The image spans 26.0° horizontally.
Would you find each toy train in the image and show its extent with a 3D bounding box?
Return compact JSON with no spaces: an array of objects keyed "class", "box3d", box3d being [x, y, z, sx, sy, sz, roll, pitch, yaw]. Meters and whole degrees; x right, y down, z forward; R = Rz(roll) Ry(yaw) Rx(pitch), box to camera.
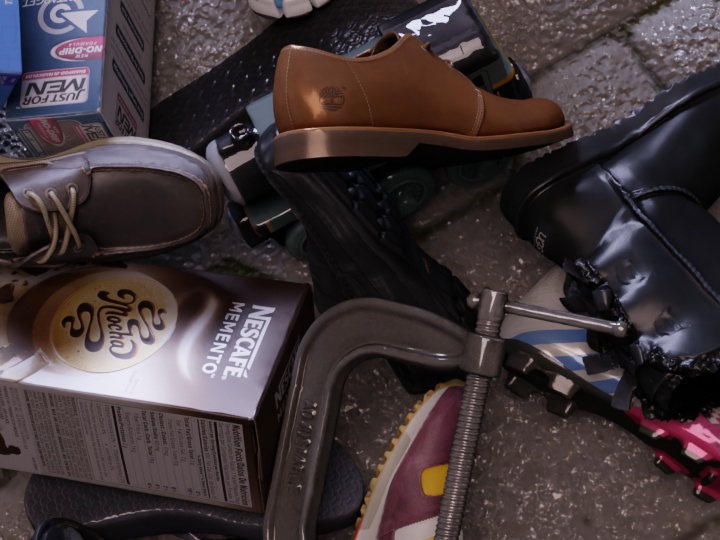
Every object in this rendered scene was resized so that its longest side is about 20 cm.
[{"class":"toy train","box3d":[0.005,-0.083,0.911,0.199,0.114,0.085,-26,57,1]}]

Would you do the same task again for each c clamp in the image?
[{"class":"c clamp","box3d":[0.030,0.098,0.819,0.170,0.027,0.201,18,94,22]}]

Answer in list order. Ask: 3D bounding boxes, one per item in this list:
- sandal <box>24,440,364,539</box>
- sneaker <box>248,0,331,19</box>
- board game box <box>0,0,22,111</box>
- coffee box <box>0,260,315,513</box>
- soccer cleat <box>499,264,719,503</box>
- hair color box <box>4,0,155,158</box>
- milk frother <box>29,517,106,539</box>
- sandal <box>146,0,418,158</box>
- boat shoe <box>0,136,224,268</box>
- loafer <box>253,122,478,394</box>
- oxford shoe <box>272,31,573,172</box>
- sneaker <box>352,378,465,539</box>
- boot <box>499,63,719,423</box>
[{"class":"sandal","box3d":[-0.094,0.130,0.914,0.199,0.043,0.076,-3,47,9]},{"class":"sneaker","box3d":[0.000,-0.244,0.956,0.200,0.087,0.075,-44,48,-18]},{"class":"board game box","box3d":[-0.247,-0.149,0.937,0.045,0.200,0.153,1,72,-24]},{"class":"coffee box","box3d":[-0.135,0.058,0.895,0.199,0.080,0.113,7,42,12]},{"class":"soccer cleat","box3d":[0.174,0.063,0.875,0.200,0.070,0.086,29,72,12]},{"class":"hair color box","box3d":[-0.168,-0.158,0.958,0.060,0.100,0.201,-5,66,8]},{"class":"milk frother","box3d":[-0.193,0.259,0.805,0.188,0.200,0.181,-40,82,9]},{"class":"sandal","box3d":[-0.048,-0.116,0.973,0.200,0.045,0.075,-28,47,15]},{"class":"boat shoe","box3d":[-0.175,-0.028,0.878,0.199,0.073,0.075,-3,113,15]},{"class":"loafer","box3d":[0.000,0.000,0.870,0.070,0.201,0.068,-31,32,17]},{"class":"oxford shoe","box3d":[0.039,-0.090,0.821,0.071,0.200,0.072,-11,83,47]},{"class":"sneaker","box3d":[0.038,0.163,0.874,0.090,0.075,0.201,23,87,8]},{"class":"boot","box3d":[0.191,-0.018,0.859,0.198,0.073,0.163,-26,57,-15]}]
